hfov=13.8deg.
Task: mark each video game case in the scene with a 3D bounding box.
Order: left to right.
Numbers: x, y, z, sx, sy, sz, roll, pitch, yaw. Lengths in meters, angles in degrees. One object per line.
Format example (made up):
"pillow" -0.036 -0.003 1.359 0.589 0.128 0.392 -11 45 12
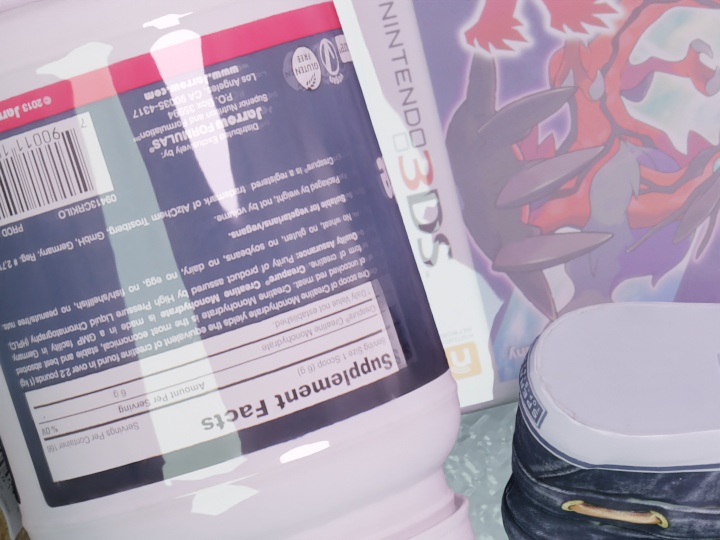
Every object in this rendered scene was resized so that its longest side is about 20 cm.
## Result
"video game case" 0.095 -0.062 0.954 0.200 0.023 0.182 -14 99 -3

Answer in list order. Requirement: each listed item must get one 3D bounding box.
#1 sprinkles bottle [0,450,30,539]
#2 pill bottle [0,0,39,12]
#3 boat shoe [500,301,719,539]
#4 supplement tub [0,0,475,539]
"sprinkles bottle" -0.133 0.068 0.978 0.068 0.200 0.068 3 110 8
"pill bottle" -0.132 -0.185 0.935 0.111 0.111 0.200 -18 106 14
"boat shoe" 0.144 0.056 0.951 0.200 0.071 0.091 3 143 -6
"supplement tub" -0.051 0.011 0.911 0.140 0.140 0.200 -17 94 14
